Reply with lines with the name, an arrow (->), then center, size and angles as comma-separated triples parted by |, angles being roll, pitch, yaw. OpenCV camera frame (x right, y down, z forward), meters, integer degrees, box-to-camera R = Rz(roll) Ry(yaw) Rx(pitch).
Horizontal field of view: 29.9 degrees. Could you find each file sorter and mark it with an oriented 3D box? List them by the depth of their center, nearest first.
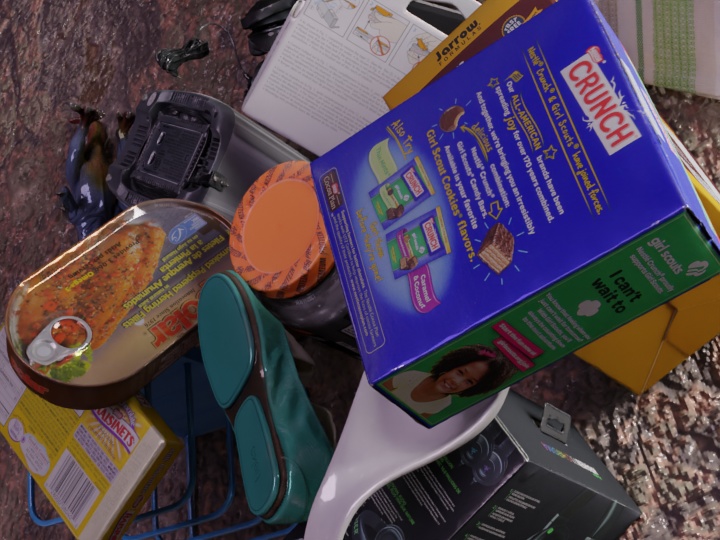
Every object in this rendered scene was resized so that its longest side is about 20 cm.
file sorter -> -0.150, 0.145, 1.068 | 0.137, 0.199, 0.124 | -21, 62, 29

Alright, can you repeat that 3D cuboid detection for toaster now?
toaster -> -0.120, -0.079, 1.167 | 0.199, 0.128, 0.115 | 18, 83, 53

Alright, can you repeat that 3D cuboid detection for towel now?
towel -> 0.216, -0.209, 0.991 | 0.199, 0.031, 0.151 | 20, 125, 42

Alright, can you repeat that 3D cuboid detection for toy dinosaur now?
toy dinosaur -> -0.250, -0.067, 1.340 | 0.200, 0.103, 0.184 | -178, 96, -77

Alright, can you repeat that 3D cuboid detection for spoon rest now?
spoon rest -> 0.023, 0.104, 0.811 | 0.099, 0.060, 0.202 | 27, 90, 40

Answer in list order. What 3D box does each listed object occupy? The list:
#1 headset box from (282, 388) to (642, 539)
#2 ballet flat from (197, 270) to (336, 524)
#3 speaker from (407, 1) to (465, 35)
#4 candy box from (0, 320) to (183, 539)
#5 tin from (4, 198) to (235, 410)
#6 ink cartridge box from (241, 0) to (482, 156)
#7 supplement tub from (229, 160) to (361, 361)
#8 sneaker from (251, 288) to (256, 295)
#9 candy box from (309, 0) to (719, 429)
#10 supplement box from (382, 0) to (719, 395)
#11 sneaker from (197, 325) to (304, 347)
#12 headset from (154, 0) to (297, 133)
headset box -> 0.070, 0.171, 0.900 | 0.200, 0.173, 0.093 | -47, 51, 13
ballet flat -> -0.057, 0.086, 0.901 | 0.068, 0.070, 0.201 | -53, 41, 31
speaker -> 0.043, -0.186, 1.132 | 0.199, 0.081, 0.082 | 27, 89, 42
candy box -> -0.213, 0.103, 0.987 | 0.200, 0.026, 0.103 | 43, 101, 35
tin -> -0.165, 0.023, 0.970 | 0.111, 0.042, 0.200 | 35, 50, 21
ink cartridge box -> 0.034, -0.146, 1.023 | 0.174, 0.198, 0.044 | -56, 10, 30
supplement tub -> 0.000, 0.000, 1.008 | 0.121, 0.199, 0.124 | -16, 62, 32
sneaker -> -0.055, -0.034, 1.085 | 0.075, 0.078, 0.200 | 18, 48, 39
candy box -> 0.084, -0.035, 0.773 | 0.199, 0.077, 0.171 | -31, 52, 20
supplement box -> 0.151, -0.056, 0.916 | 0.132, 0.197, 0.201 | -40, 52, 16
sneaker -> -0.104, 0.024, 1.164 | 0.198, 0.076, 0.089 | -25, 51, 23
headset -> -0.076, -0.174, 1.142 | 0.198, 0.094, 0.125 | 16, 118, 33
